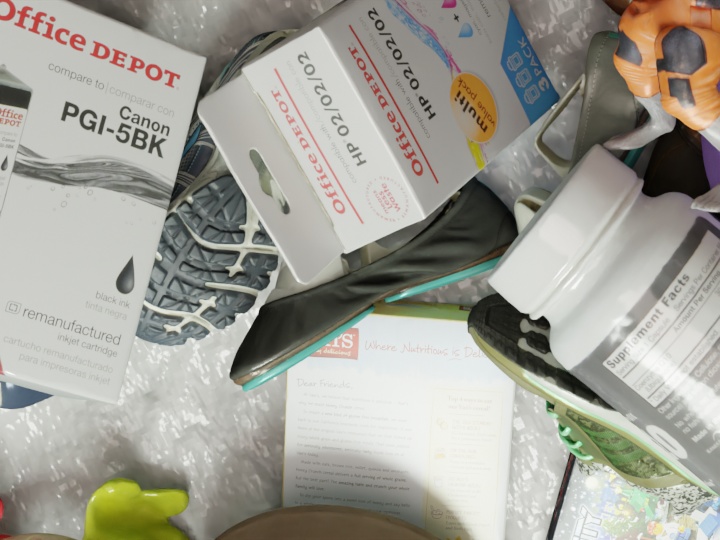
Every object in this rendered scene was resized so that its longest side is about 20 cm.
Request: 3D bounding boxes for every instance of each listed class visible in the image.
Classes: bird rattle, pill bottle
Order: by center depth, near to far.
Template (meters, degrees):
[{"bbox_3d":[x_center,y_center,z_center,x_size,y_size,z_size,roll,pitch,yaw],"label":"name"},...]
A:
[{"bbox_3d":[0.172,0.032,0.896,0.200,0.113,0.113,40,105,2],"label":"pill bottle"},{"bbox_3d":[-0.201,0.211,1.072,0.198,0.113,0.165,-6,120,10],"label":"bird rattle"}]

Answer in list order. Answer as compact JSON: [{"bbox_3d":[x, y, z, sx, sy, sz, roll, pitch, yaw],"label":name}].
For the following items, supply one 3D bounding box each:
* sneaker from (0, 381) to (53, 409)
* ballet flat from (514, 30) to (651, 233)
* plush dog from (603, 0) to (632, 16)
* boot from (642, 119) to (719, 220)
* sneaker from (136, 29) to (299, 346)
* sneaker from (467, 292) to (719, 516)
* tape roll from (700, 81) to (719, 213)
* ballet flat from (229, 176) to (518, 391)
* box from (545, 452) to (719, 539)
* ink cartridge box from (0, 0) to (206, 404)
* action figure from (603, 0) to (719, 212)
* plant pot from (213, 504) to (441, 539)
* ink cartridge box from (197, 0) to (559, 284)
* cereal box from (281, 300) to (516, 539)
[{"bbox_3d":[-0.204,-0.021,0.987,0.081,0.070,0.203,-9,99,-25],"label":"sneaker"},{"bbox_3d":[0.124,-0.047,0.979,0.063,0.067,0.202,27,122,12],"label":"ballet flat"},{"bbox_3d":[0.185,-0.243,0.894,0.161,0.200,0.172,-47,108,-19],"label":"plush dog"},{"bbox_3d":[0.250,-0.021,0.992,0.199,0.075,0.097,34,125,-6],"label":"boot"},{"bbox_3d":[-0.078,-0.049,0.990,0.077,0.086,0.201,30,93,-25],"label":"sneaker"},{"bbox_3d":[0.137,0.088,0.976,0.199,0.077,0.089,32,130,-8],"label":"sneaker"},{"bbox_3d":[0.288,-0.075,0.917,0.198,0.066,0.203,2,80,-14],"label":"tape roll"},{"bbox_3d":[0.000,0.000,0.988,0.199,0.068,0.069,-26,89,-22],"label":"ballet flat"},{"bbox_3d":[0.196,0.128,1.039,0.135,0.038,0.202,14,105,2],"label":"box"},{"bbox_3d":[-0.183,-0.044,0.912,0.146,0.083,0.202,18,80,-30],"label":"ink cartridge box"},{"bbox_3d":[0.152,-0.149,0.830,0.103,0.200,0.196,-5,112,0],"label":"action figure"},{"bbox_3d":[-0.020,0.270,0.996,0.198,0.176,0.202,4,131,4],"label":"plant pot"},{"bbox_3d":[0.015,-0.092,0.915,0.068,0.200,0.116,-21,104,43],"label":"ink cartridge box"},{"bbox_3d":[0.023,0.118,1.053,0.142,0.040,0.202,5,105,5],"label":"cereal box"}]
